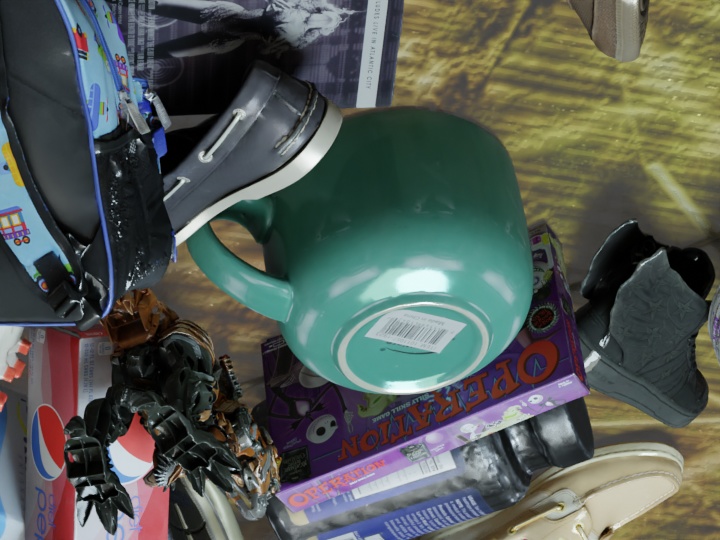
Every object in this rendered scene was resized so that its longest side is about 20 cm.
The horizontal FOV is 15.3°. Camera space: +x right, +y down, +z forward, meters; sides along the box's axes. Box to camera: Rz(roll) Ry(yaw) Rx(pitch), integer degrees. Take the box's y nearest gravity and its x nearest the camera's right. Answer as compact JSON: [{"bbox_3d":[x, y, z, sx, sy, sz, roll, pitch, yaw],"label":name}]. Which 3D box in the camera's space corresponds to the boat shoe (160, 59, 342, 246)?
[{"bbox_3d":[-0.096,-0.062,1.459,0.063,0.073,0.200,40,138,-26],"label":"boat shoe"}]

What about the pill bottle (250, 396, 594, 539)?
[{"bbox_3d":[0.039,0.107,1.675,0.199,0.112,0.112,-18,142,12],"label":"pill bottle"}]

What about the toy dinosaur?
[{"bbox_3d":[-0.116,0.073,1.527,0.200,0.136,0.102,36,125,-16],"label":"toy dinosaur"}]

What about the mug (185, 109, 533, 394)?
[{"bbox_3d":[0.008,0.004,1.534,0.184,0.115,0.152,-17,142,10],"label":"mug"}]

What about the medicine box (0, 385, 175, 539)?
[{"bbox_3d":[-0.222,0.182,1.725,0.199,0.103,0.182,25,131,-38],"label":"medicine box"}]

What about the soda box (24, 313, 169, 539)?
[{"bbox_3d":[-0.157,0.129,1.598,0.070,0.063,0.201,-5,101,-35],"label":"soda box"}]

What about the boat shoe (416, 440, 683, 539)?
[{"bbox_3d":[0.133,0.180,1.824,0.199,0.069,0.074,-26,140,21],"label":"boat shoe"}]

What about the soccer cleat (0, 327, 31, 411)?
[{"bbox_3d":[-0.216,0.003,1.527,0.077,0.069,0.200,24,131,-1],"label":"soccer cleat"}]

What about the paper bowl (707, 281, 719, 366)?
[{"bbox_3d":[0.306,0.015,1.610,0.199,0.105,0.201,-10,142,-8],"label":"paper bowl"}]

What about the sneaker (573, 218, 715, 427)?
[{"bbox_3d":[0.187,0.032,1.647,0.104,0.060,0.199,-46,145,17],"label":"sneaker"}]

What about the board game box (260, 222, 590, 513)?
[{"bbox_3d":[0.035,0.058,1.606,0.199,0.120,0.032,-24,141,17],"label":"board game box"}]

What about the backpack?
[{"bbox_3d":[-0.191,-0.078,1.356,0.182,0.134,0.201,-2,105,24],"label":"backpack"}]

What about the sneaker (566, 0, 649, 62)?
[{"bbox_3d":[0.108,-0.188,1.365,0.075,0.071,0.200,4,141,14],"label":"sneaker"}]

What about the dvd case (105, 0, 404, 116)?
[{"bbox_3d":[-0.075,-0.136,1.416,0.199,0.016,0.149,-3,142,-8],"label":"dvd case"}]

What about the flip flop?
[{"bbox_3d":[-0.096,0.117,1.656,0.057,0.081,0.201,-29,111,-24],"label":"flip flop"}]
